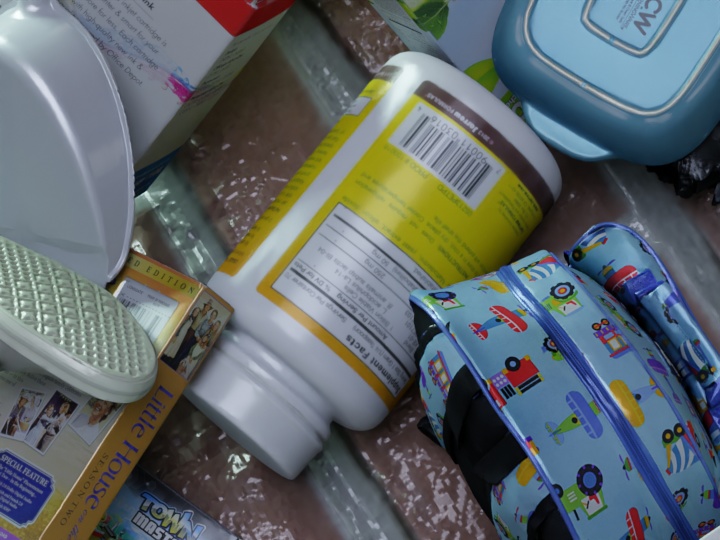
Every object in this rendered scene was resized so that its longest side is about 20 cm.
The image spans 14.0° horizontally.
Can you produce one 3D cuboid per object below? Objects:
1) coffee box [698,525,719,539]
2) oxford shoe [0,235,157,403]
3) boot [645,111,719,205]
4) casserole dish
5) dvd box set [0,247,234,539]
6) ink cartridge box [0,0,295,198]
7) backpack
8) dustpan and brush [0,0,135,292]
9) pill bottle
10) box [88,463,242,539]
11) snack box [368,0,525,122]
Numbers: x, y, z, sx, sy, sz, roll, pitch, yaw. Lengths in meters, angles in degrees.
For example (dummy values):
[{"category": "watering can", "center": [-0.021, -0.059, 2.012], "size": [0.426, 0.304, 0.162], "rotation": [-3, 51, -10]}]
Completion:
[{"category": "coffee box", "center": [0.231, 0.199, 1.264], "size": [0.200, 0.198, 0.200], "rotation": [-34, 69, -1]}, {"category": "oxford shoe", "center": [-0.175, 0.021, 1.372], "size": [0.199, 0.075, 0.058], "rotation": [26, 110, 28]}, {"category": "boot", "center": [0.188, -0.142, 1.454], "size": [0.162, 0.073, 0.199], "rotation": [-26, 78, 0]}, {"category": "casserole dish", "center": [0.145, -0.146, 1.404], "size": [0.121, 0.039, 0.201], "rotation": [31, 85, 11]}, {"category": "dvd box set", "center": [-0.163, 0.074, 1.400], "size": [0.146, 0.029, 0.201], "rotation": [23, 77, 45]}, {"category": "ink cartridge box", "center": [-0.108, -0.134, 1.436], "size": [0.116, 0.067, 0.200], "rotation": [45, 120, 6]}, {"category": "backpack", "center": [0.104, 0.067, 1.333], "size": [0.134, 0.200, 0.183], "rotation": [-32, 67, -2]}, {"category": "dustpan and brush", "center": [-0.160, -0.101, 1.407], "size": [0.139, 0.057, 0.201], "rotation": [12, 116, 39]}, {"category": "pill bottle", "center": [0.000, 0.000, 1.425], "size": [0.109, 0.109, 0.200], "rotation": [36, 81, 20]}, {"category": "box", "center": [-0.162, 0.124, 1.450], "size": [0.200, 0.035, 0.110], "rotation": [34, 81, 19]}, {"category": "snack box", "center": [0.089, -0.189, 1.456], "size": [0.053, 0.142, 0.200], "rotation": [28, 77, 46]}]
